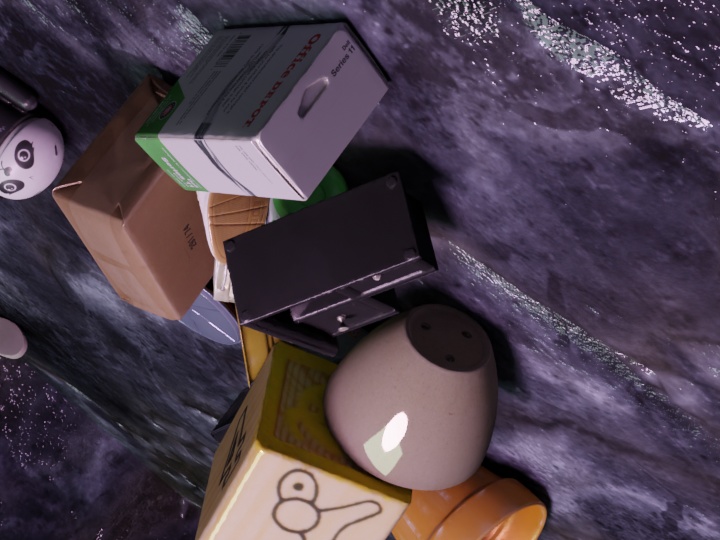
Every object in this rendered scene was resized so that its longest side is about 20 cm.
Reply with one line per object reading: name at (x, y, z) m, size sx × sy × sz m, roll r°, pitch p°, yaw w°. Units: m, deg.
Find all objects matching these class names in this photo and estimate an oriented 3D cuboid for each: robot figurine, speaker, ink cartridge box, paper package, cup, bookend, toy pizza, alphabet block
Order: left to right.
robot figurine at (-0.487, -0.177, 1.856) m, size 0.200 × 0.125 × 0.150 m, roll 33°, pitch 158°, yaw 9°
paper package at (-0.216, -0.079, 1.554) m, size 0.103 × 0.191 × 0.200 m, roll 22°, pitch 155°, yaw 27°
toy pizza at (-0.249, 0.038, 2.068) m, size 0.200 × 0.032 × 0.200 m, roll 30°, pitch 158°, yaw 13°
ink cartridge box at (-0.091, -0.146, 1.286) m, size 0.200 × 0.147 × 0.083 m, roll 9°, pitch 148°, yaw 51°
speaker at (-0.059, -0.045, 1.531) m, size 0.088 × 0.088 × 0.200 m, roll 34°, pitch 158°, yaw 7°
alphabet block at (-0.063, 0.240, 1.647) m, size 0.195 × 0.197 × 0.200 m, roll 23°, pitch 123°, yaw -13°
bookend at (0.000, 0.000, 1.430) m, size 0.198 × 0.092 × 0.200 m, roll -21°, pitch 160°, yaw 20°
cup at (0.073, 0.122, 1.570) m, size 0.200 × 0.200 × 0.143 m, roll 32°, pitch 132°, yaw 10°

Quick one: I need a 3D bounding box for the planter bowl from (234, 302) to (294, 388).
planter bowl at (-0.113, 0.038, 1.733) m, size 0.200 × 0.083 × 0.201 m, roll 170°, pitch 90°, yaw -84°

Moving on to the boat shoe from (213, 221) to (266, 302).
boat shoe at (-0.136, -0.053, 1.535) m, size 0.072 × 0.062 × 0.200 m, roll -115°, pitch 23°, yaw -68°

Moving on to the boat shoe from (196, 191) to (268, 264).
boat shoe at (-0.142, -0.108, 1.465) m, size 0.069 × 0.071 × 0.200 m, roll 22°, pitch 116°, yaw 53°

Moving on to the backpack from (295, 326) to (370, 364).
backpack at (-0.032, 0.148, 1.806) m, size 0.176 × 0.153 × 0.200 m, roll 41°, pitch 150°, yaw -4°

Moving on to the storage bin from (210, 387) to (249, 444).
storage bin at (-0.149, 0.263, 2.297) m, size 0.135 × 0.094 × 0.200 m, roll 39°, pitch 159°, yaw -7°

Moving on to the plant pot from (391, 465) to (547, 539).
plant pot at (0.120, 0.330, 1.920) m, size 0.183 × 0.200 × 0.200 m, roll 43°, pitch 164°, yaw 29°

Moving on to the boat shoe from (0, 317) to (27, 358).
boat shoe at (-0.770, 0.146, 3.054) m, size 0.200 × 0.075 × 0.093 m, roll 31°, pitch 166°, yaw 35°
